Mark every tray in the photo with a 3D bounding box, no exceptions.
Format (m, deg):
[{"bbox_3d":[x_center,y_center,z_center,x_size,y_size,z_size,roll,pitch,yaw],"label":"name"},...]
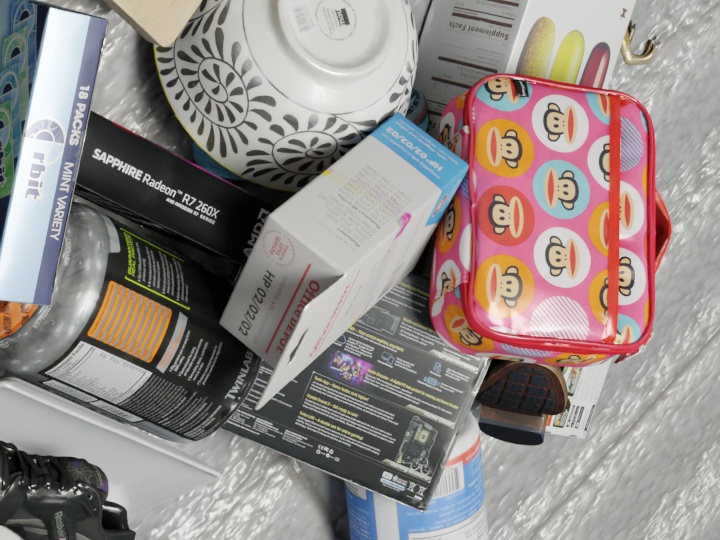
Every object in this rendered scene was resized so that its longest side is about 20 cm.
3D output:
[{"bbox_3d":[-0.202,0.120,1.351,0.200,0.107,0.022,29,49,-39],"label":"tray"}]

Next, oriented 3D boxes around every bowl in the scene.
[{"bbox_3d":[-0.033,-0.163,1.338,0.200,0.094,0.202,6,76,-24],"label":"bowl"}]

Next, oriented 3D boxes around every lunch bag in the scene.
[{"bbox_3d":[0.142,-0.032,1.390,0.175,0.082,0.201,7,75,-20],"label":"lunch bag"}]

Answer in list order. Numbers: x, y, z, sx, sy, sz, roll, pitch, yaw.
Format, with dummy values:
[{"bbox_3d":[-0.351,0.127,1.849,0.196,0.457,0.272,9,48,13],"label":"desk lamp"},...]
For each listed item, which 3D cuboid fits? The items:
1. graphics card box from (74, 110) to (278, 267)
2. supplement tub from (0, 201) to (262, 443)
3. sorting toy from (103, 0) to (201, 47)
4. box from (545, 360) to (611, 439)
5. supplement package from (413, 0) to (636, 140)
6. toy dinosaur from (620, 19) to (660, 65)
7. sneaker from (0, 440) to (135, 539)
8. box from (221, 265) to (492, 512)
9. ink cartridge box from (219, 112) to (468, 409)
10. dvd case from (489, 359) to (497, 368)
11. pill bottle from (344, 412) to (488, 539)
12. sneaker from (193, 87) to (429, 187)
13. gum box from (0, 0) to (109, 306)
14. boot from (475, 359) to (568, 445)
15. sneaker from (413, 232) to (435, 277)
[{"bbox_3d":[-0.164,-0.067,1.295,0.200,0.125,0.051,28,84,-39],"label":"graphics card box"},{"bbox_3d":[-0.172,0.031,1.319,0.200,0.122,0.123,30,84,-40],"label":"supplement tub"},{"bbox_3d":[-0.152,-0.287,1.274,0.199,0.069,0.201,42,76,-38],"label":"sorting toy"},{"bbox_3d":[0.185,0.039,1.641,0.110,0.035,0.201,16,93,-59],"label":"box"},{"bbox_3d":[0.125,-0.179,1.499,0.113,0.109,0.201,15,94,-40],"label":"supplement package"},{"bbox_3d":[0.189,-0.201,1.593,0.101,0.058,0.201,14,87,-25],"label":"toy dinosaur"},{"bbox_3d":[-0.221,0.143,1.318,0.087,0.076,0.200,-28,141,4],"label":"sneaker"},{"bbox_3d":[-0.013,0.065,1.434,0.199,0.044,0.161,22,94,-7],"label":"box"},{"bbox_3d":[-0.022,-0.008,1.305,0.200,0.068,0.115,-42,165,-44],"label":"ink cartridge box"},{"bbox_3d":[0.107,0.016,1.554,0.200,0.016,0.150,-25,125,-56],"label":"dvd case"},{"bbox_3d":[0.047,0.213,1.555,0.112,0.112,0.201,-20,116,-33],"label":"pill bottle"},{"bbox_3d":[-0.030,-0.121,1.416,0.199,0.079,0.096,-15,110,-35],"label":"sneaker"},{"bbox_3d":[-0.234,-0.086,1.184,0.044,0.200,0.171,8,99,-39],"label":"gum box"},{"bbox_3d":[0.127,0.064,1.502,0.074,0.200,0.098,12,71,2],"label":"boot"},{"bbox_3d":[0.000,0.000,1.493,0.115,0.078,0.201,17,85,-28],"label":"sneaker"}]
